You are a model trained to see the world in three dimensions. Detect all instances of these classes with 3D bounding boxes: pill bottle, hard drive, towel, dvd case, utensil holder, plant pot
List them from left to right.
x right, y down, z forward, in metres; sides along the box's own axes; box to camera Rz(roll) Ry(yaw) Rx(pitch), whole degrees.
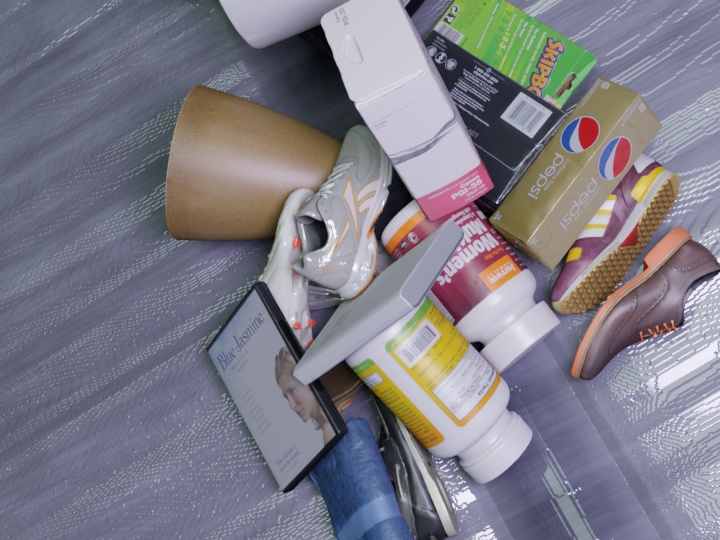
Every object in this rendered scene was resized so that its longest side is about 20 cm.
[{"bbox_3d":[-0.110,-0.112,1.482,0.199,0.186,0.187,10,77,7],"label":"plant pot"},{"bbox_3d":[-0.098,0.132,1.403,0.200,0.017,0.143,59,136,20],"label":"dvd case"},{"bbox_3d":[-0.060,-0.365,1.422,0.199,0.170,0.171,-20,68,16],"label":"utensil holder"},{"bbox_3d":[0.005,0.267,1.350,0.048,0.112,0.201,-5,60,-29],"label":"towel"},{"bbox_3d":[0.017,0.036,1.305,0.027,0.132,0.200,44,136,-7],"label":"hard drive"},{"bbox_3d":[0.087,0.127,1.328,0.111,0.111,0.200,-43,95,3],"label":"pill bottle"},{"bbox_3d":[0.122,0.008,1.369,0.109,0.110,0.200,-40,80,5],"label":"pill bottle"}]

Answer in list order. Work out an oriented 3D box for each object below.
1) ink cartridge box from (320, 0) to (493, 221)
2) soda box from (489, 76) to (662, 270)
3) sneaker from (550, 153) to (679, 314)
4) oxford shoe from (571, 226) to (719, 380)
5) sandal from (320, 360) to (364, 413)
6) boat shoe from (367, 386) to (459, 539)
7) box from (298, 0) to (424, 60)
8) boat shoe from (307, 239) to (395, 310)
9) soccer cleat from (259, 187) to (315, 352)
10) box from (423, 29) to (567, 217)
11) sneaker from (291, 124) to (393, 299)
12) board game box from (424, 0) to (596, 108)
[{"bbox_3d":[0.049,-0.170,1.273,0.083,0.200,0.147,-26,51,9],"label":"ink cartridge box"},{"bbox_3d":[0.231,-0.104,1.339,0.200,0.068,0.064,-53,46,-2],"label":"soda box"},{"bbox_3d":[0.262,-0.043,1.378,0.090,0.075,0.200,36,82,34],"label":"sneaker"},{"bbox_3d":[0.303,0.047,1.331,0.072,0.071,0.200,40,90,21],"label":"oxford shoe"},{"bbox_3d":[-0.039,0.141,1.439,0.080,0.054,0.200,43,106,31],"label":"sandal"},{"bbox_3d":[0.043,0.207,1.374,0.067,0.072,0.201,-25,70,11],"label":"boat shoe"},{"bbox_3d":[-0.018,-0.378,1.558,0.182,0.104,0.200,38,89,26],"label":"box"},{"bbox_3d":[0.000,0.000,1.453,0.199,0.069,0.071,-15,66,14],"label":"boat shoe"},{"bbox_3d":[-0.087,0.005,1.418,0.077,0.069,0.201,10,99,38],"label":"soccer cleat"},{"bbox_3d":[0.133,-0.158,1.430,0.200,0.115,0.132,38,87,25],"label":"box"},{"bbox_3d":[-0.024,-0.075,1.371,0.076,0.092,0.201,-21,56,52],"label":"sneaker"},{"bbox_3d":[0.180,-0.261,1.493,0.200,0.030,0.096,38,90,28],"label":"board game box"}]
